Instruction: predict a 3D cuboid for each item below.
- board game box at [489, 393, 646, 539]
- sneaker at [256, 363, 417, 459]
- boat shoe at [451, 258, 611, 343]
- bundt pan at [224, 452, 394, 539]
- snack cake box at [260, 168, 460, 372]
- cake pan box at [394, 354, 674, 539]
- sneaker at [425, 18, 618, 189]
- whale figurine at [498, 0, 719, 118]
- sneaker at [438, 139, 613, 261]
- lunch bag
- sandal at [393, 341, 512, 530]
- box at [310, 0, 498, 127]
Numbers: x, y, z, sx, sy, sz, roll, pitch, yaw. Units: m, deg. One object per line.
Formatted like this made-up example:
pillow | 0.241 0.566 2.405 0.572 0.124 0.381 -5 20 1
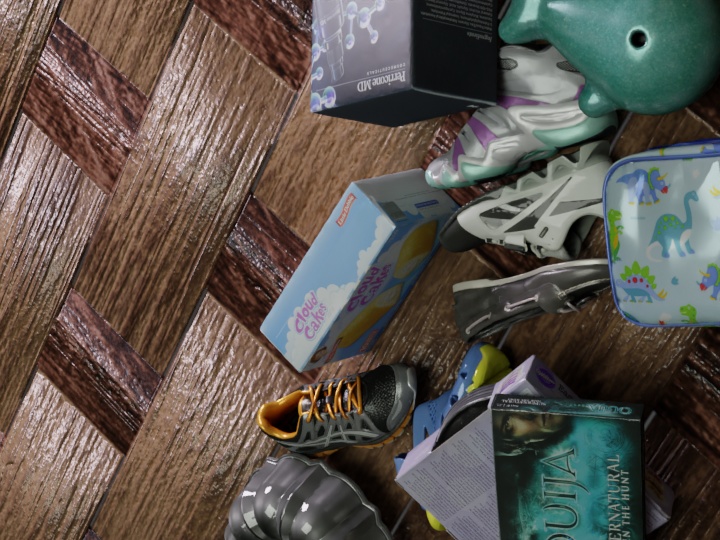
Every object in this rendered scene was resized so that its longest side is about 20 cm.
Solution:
board game box | 0.188 0.205 1.574 0.134 0.028 0.201 3 120 17
sneaker | -0.023 0.142 1.780 0.200 0.077 0.079 -28 52 37
boat shoe | 0.166 0.028 1.626 0.199 0.067 0.057 -12 79 46
bundt pan | -0.060 0.295 1.826 0.201 0.076 0.203 20 127 29
snack cake box | 0.000 0.000 1.721 0.067 0.115 0.200 46 124 20
cake pan box | 0.157 0.197 1.627 0.200 0.052 0.184 43 121 -7
sneaker | 0.132 -0.162 1.615 0.199 0.078 0.141 -20 85 30
whale figurine | 0.211 -0.207 1.495 0.199 0.104 0.160 20 105 16
sneaker | 0.157 -0.041 1.615 0.200 0.074 0.089 -27 81 39
lunch bag | 0.308 -0.035 1.493 0.199 0.082 0.162 -3 99 38
sandal | 0.085 0.154 1.715 0.087 0.079 0.201 35 118 32
box | 0.039 -0.243 1.599 0.148 0.107 0.201 -7 80 50
